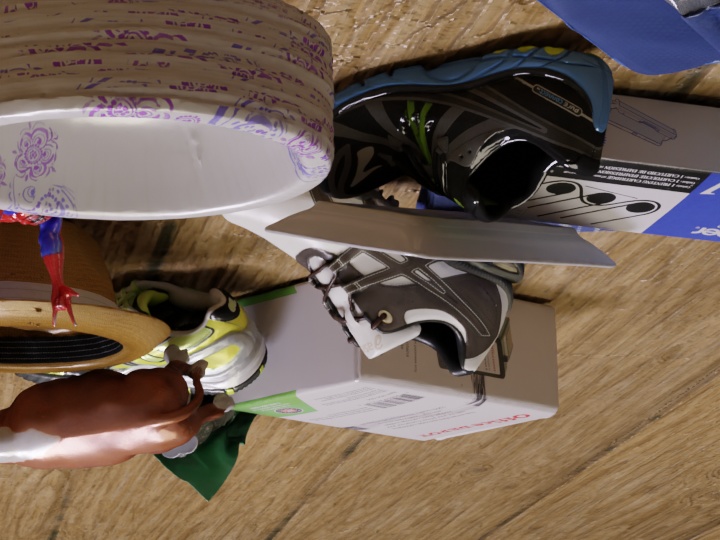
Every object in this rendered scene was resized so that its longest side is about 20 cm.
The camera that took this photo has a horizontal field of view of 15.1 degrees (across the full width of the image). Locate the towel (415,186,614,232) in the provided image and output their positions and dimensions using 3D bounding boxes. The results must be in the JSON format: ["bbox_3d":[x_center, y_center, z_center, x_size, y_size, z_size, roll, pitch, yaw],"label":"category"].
[{"bbox_3d":[0.135,-0.053,1.637,0.200,0.024,0.145,-2,164,-2],"label":"towel"}]

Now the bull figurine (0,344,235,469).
[{"bbox_3d":[-0.185,0.096,1.827,0.200,0.065,0.121,-3,-165,25],"label":"bull figurine"}]

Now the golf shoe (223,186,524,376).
[{"bbox_3d":[0.000,0.000,1.628,0.200,0.095,0.078,19,163,-13],"label":"golf shoe"}]

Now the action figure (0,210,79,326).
[{"bbox_3d":[-0.241,-0.013,1.608,0.200,0.099,0.065,-8,165,17],"label":"action figure"}]

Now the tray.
[{"bbox_3d":[0.048,-0.021,1.507,0.107,0.022,0.200,11,-175,37],"label":"tray"}]

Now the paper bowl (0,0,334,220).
[{"bbox_3d":[-0.112,-0.094,1.258,0.200,0.105,0.201,-2,166,0],"label":"paper bowl"}]

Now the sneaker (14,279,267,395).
[{"bbox_3d":[-0.165,0.037,1.905,0.200,0.075,0.076,-1,134,14],"label":"sneaker"}]

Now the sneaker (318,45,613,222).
[{"bbox_3d":[0.047,-0.065,1.438,0.199,0.083,0.071,-11,164,41],"label":"sneaker"}]

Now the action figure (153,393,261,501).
[{"bbox_3d":[-0.103,0.087,2.000,0.055,0.118,0.200,-42,177,27],"label":"action figure"}]

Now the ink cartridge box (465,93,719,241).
[{"bbox_3d":[0.167,-0.057,1.526,0.200,0.044,0.094,5,157,-19],"label":"ink cartridge box"}]

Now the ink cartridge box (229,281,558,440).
[{"bbox_3d":[0.024,0.064,1.957,0.200,0.084,0.145,12,162,-41],"label":"ink cartridge box"}]

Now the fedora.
[{"bbox_3d":[-0.219,0.013,1.732,0.200,0.082,0.201,-1,167,0],"label":"fedora"}]

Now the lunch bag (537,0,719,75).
[{"bbox_3d":[0.133,-0.143,1.019,0.136,0.133,0.200,-8,164,26],"label":"lunch bag"}]
